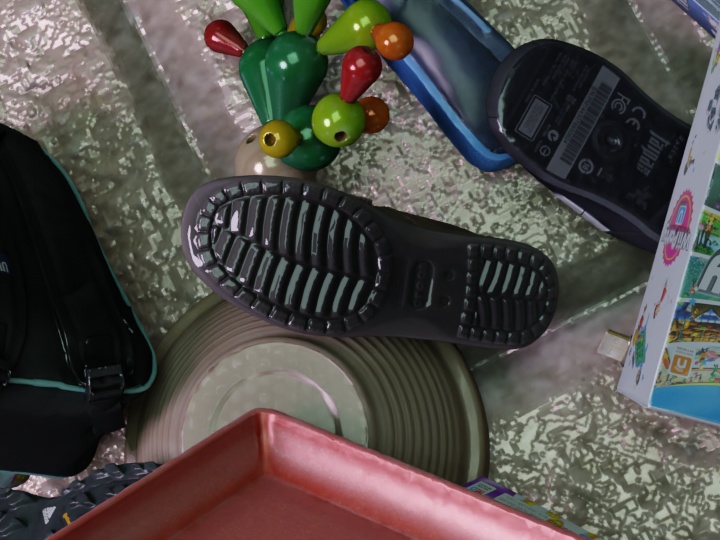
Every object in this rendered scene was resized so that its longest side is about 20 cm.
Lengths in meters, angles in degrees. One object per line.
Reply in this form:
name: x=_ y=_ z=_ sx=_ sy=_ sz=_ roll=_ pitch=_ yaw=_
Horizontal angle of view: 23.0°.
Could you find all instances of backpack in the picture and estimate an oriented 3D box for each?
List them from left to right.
backpack: x=-0.221 y=0.013 z=0.930 sx=0.153 sy=0.175 sz=0.201 roll=-44 pitch=54 yaw=36

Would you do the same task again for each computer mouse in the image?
computer mouse: x=0.140 y=-0.024 z=0.931 sx=0.199 sy=0.046 sz=0.141 roll=26 pitch=81 yaw=-8

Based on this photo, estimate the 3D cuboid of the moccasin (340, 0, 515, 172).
moccasin: x=0.035 y=-0.148 z=0.976 sx=0.068 sy=0.080 sz=0.200 roll=-37 pitch=90 yaw=-4

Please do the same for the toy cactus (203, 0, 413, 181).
toy cactus: x=-0.045 y=-0.088 z=0.943 sx=0.200 sy=0.102 sz=0.166 roll=46 pitch=130 yaw=50

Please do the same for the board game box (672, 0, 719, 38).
board game box: x=0.247 y=-0.170 z=0.956 sx=0.200 sy=0.035 sz=0.136 roll=43 pitch=89 yaw=14

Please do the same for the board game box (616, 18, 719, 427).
board game box: x=0.228 y=-0.014 z=0.880 sx=0.147 sy=0.064 sz=0.201 roll=15 pitch=93 yaw=-8

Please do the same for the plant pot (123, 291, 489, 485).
plant pot: x=-0.034 y=0.091 z=0.927 sx=0.200 sy=0.093 sz=0.202 roll=-2 pitch=80 yaw=8

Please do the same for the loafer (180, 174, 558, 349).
loafer: x=0.000 y=0.000 z=0.906 sx=0.199 sy=0.071 sz=0.073 roll=16 pitch=92 yaw=-19

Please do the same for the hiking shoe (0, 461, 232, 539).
hiking shoe: x=-0.126 y=0.149 z=0.907 sx=0.199 sy=0.087 sz=0.075 roll=-5 pitch=50 yaw=35

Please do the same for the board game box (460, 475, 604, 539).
board game box: x=0.016 y=0.190 z=0.827 sx=0.105 sy=0.199 sz=0.104 roll=22 pitch=123 yaw=49

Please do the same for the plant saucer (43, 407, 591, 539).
plant saucer: x=-0.030 y=0.142 z=0.756 sx=0.199 sy=0.199 sz=0.037 roll=20 pitch=122 yaw=32
